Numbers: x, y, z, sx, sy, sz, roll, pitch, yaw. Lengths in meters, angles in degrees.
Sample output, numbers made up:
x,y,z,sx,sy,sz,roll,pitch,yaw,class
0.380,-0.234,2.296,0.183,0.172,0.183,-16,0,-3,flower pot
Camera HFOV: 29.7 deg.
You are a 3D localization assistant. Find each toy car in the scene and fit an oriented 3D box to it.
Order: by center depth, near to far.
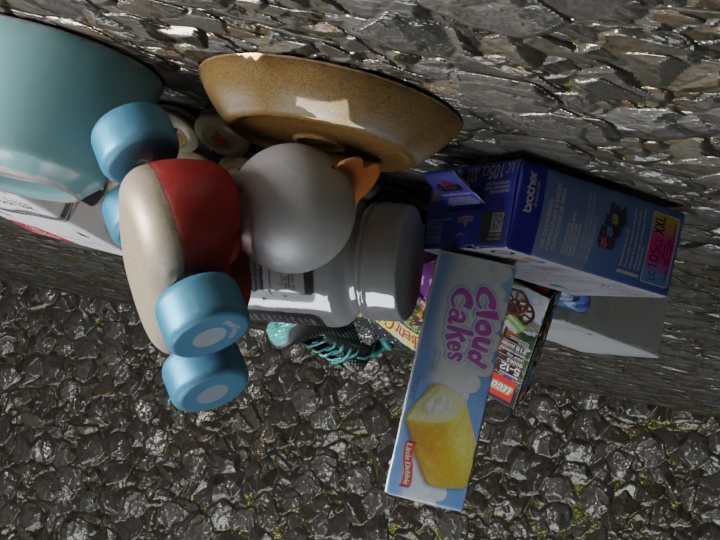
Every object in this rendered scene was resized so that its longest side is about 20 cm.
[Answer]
x,y,z,sx,sy,sz,roll,pitch,yaw,class
-0.075,-0.028,1.005,0.199,0.185,0.177,-17,152,-15,toy car

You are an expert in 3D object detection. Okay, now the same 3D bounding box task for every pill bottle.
x,y,z,sx,sy,sz,roll,pitch,yaw,class
-0.055,-0.012,1.114,0.199,0.114,0.113,5,171,16,pill bottle

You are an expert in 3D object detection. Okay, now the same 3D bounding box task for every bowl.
x,y,z,sx,sy,sz,roll,pitch,yaw,class
-0.261,-0.117,1.048,0.199,0.106,0.201,12,173,1,bowl

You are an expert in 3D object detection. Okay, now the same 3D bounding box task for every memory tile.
x,y,z,sx,sy,sz,roll,pitch,yaw,class
-0.163,-0.090,1.185,0.199,0.017,0.154,8,145,27,memory tile

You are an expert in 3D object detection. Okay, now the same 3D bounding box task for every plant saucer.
x,y,z,sx,sy,sz,roll,pitch,yaw,class
-0.025,-0.109,0.999,0.199,0.036,0.200,12,172,2,plant saucer

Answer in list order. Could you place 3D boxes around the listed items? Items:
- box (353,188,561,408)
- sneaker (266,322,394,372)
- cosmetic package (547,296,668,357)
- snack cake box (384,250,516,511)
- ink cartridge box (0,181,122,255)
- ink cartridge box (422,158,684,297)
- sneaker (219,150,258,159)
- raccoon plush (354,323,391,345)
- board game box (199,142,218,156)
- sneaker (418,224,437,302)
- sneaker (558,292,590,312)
x,y,z,sx,sy,sz,roll,pitch,yaw,class
0.083,0.027,1.281,0.199,0.137,0.038,28,-141,19,box
-0.022,0.069,1.472,0.077,0.092,0.200,-23,175,36,sneaker
0.239,0.037,1.484,0.112,0.082,0.199,2,167,44,cosmetic package
0.075,0.092,1.127,0.067,0.201,0.115,12,175,6,snack cake box
-0.309,-0.092,1.282,0.144,0.084,0.200,13,168,30,ink cartridge box
0.143,-0.036,1.115,0.199,0.077,0.136,14,174,-27,ink cartridge box
-0.108,-0.065,1.271,0.073,0.081,0.200,14,172,-19,sneaker
-0.023,-0.001,1.400,0.199,0.135,0.097,14,173,-13,raccoon plush
-0.204,-0.114,1.300,0.102,0.020,0.200,16,171,-17,board game box
0.000,0.001,1.220,0.199,0.073,0.114,20,-144,19,sneaker
0.149,0.011,1.380,0.199,0.079,0.066,3,-151,47,sneaker
